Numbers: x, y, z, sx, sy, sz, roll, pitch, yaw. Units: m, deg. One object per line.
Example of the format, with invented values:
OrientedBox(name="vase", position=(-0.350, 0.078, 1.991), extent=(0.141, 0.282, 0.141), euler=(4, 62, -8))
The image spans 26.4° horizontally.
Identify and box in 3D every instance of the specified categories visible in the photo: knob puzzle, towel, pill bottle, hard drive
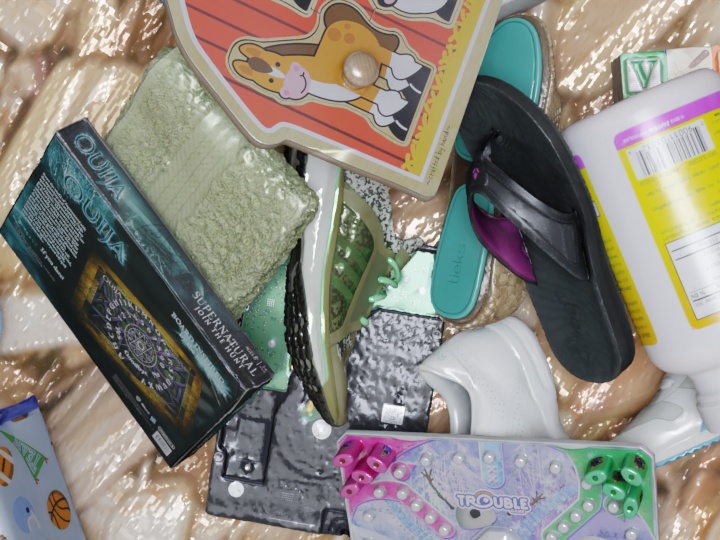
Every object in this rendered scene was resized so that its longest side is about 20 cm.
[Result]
OrientedBox(name="knob puzzle", position=(-0.020, -0.158, 0.843), extent=(0.219, 0.030, 0.220), euler=(4, 77, -15))
OrientedBox(name="towel", position=(-0.113, -0.035, 0.963), extent=(0.148, 0.036, 0.200), euler=(50, 136, 6))
OrientedBox(name="pill bottle", position=(0.200, -0.010, 0.904), extent=(0.104, 0.104, 0.200), euler=(-23, 90, 5))
OrientedBox(name="hard drive", position=(-0.019, 0.073, 1.017), extent=(0.139, 0.038, 0.200), euler=(9, 94, 4))

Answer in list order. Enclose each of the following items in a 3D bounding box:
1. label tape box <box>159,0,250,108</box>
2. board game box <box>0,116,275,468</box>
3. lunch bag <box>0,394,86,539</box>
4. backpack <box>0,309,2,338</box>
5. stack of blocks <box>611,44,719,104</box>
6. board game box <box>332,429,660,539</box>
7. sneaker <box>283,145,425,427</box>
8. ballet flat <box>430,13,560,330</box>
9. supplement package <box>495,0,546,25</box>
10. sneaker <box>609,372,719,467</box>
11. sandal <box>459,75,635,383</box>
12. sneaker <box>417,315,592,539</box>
OrientedBox(name="label tape box", position=(-0.076, -0.163, 0.929), extent=(0.066, 0.200, 0.143), euler=(-39, 89, 3))
OrientedBox(name="board game box", position=(-0.146, 0.018, 0.976), extent=(0.028, 0.135, 0.200), euler=(-32, 83, -38))
OrientedBox(name="lunch bag", position=(-0.291, 0.196, 1.004), extent=(0.200, 0.124, 0.170), euler=(-17, 91, 19))
OrientedBox(name="backpack", position=(-0.337, 0.007, 0.991), extent=(0.182, 0.135, 0.200), euler=(-20, 94, 6))
OrientedBox(name="stack of blocks", position=(0.264, -0.115, 0.978), extent=(0.200, 0.059, 0.115), euler=(-5, 92, 4))
OrientedBox(name="board game box", position=(0.088, 0.198, 0.964), extent=(0.200, 0.026, 0.200), euler=(1, 113, 20))
OrientedBox(name="sneaker", position=(0.000, 0.000, 0.965), extent=(0.088, 0.077, 0.200), euler=(-1, 97, -13))
OrientedBox(name="ballet flat", position=(0.092, -0.060, 0.971), extent=(0.070, 0.065, 0.200), euler=(22, 100, 41))
OrientedBox(name="supplement package", position=(0.064, -0.210, 0.959), extent=(0.200, 0.117, 0.117), euler=(-27, 90, 4))
OrientedBox(name="sneaker", position=(0.233, 0.056, 0.985), extent=(0.200, 0.077, 0.081), euler=(-38, 82, -2))
OrientedBox(name="sandal", position=(0.103, -0.019, 0.896), extent=(0.048, 0.075, 0.201), euler=(-33, 104, -33))
OrientedBox(name="sneaker", position=(0.100, 0.133, 0.981), extent=(0.088, 0.075, 0.200), euler=(-23, 81, -28))
